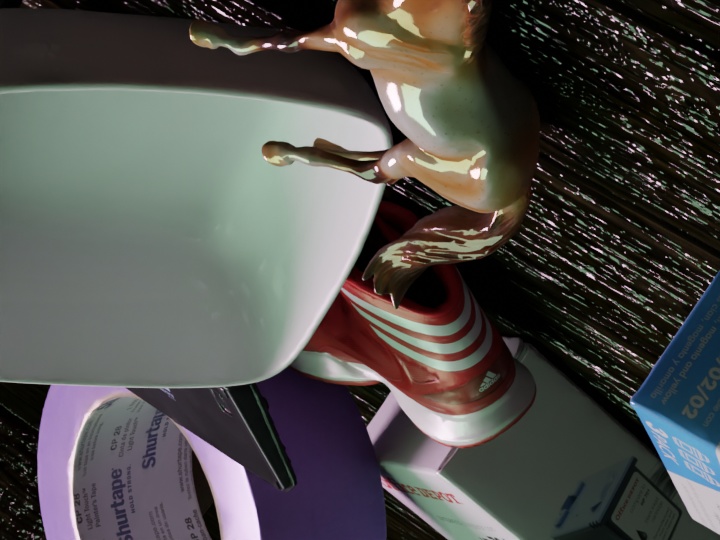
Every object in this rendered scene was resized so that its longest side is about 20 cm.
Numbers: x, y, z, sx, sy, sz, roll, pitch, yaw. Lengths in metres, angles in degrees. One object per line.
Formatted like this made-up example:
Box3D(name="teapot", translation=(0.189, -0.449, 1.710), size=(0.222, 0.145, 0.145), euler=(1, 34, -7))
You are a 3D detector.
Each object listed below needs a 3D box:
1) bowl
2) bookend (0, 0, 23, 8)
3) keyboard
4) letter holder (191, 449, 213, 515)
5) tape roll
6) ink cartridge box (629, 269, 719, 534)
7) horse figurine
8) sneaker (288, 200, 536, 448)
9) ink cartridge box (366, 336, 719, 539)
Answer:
Box3D(name="bowl", translation=(-0.101, -0.036, 1.000), size=(0.199, 0.075, 0.200), euler=(2, 144, -19))
Box3D(name="bookend", translation=(-0.247, -0.167, 1.060), size=(0.200, 0.092, 0.199), euler=(31, 170, -17))
Box3D(name="keyboard", translation=(-0.105, 0.027, 1.162), size=(0.200, 0.021, 0.127), euler=(27, 151, 49))
Box3D(name="letter holder", translation=(-0.106, 0.064, 1.488), size=(0.100, 0.142, 0.200), euler=(35, 168, 8))
Box3D(name="tape roll", translation=(-0.082, 0.123, 1.285), size=(0.085, 0.201, 0.200), euler=(-13, -153, -40))
Box3D(name="ink cartridge box", translation=(0.205, 0.089, 0.870), size=(0.200, 0.068, 0.115), euler=(29, 166, 32))
Box3D(name="horse figurine", translation=(0.013, -0.063, 0.859), size=(0.132, 0.050, 0.200), euler=(7, 145, 32))
Box3D(name="sneaker", translation=(0.000, 0.000, 1.172), size=(0.200, 0.078, 0.116), euler=(22, 145, 46))
Box3D(name="ink cartridge box", translation=(0.109, 0.127, 1.254), size=(0.200, 0.086, 0.146), euler=(39, 168, -14))
